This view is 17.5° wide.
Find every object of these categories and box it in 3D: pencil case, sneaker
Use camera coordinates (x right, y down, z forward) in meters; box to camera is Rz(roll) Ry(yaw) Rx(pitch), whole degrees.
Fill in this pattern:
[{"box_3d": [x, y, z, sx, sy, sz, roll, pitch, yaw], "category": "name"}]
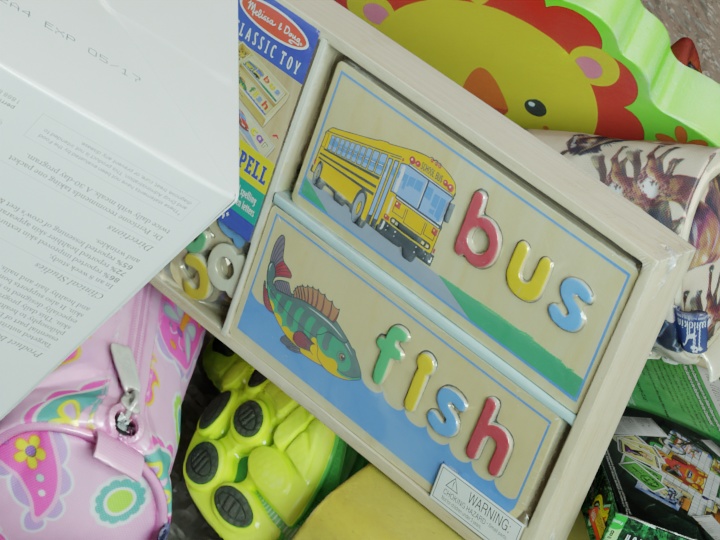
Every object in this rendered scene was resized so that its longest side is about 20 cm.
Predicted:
[{"box_3d": [-0.100, 0.027, 0.922, 0.087, 0.087, 0.201, 36, 34, -22], "category": "pencil case"}, {"box_3d": [0.051, -0.011, 0.907, 0.078, 0.199, 0.090, -20, 114, -63], "category": "pencil case"}, {"box_3d": [-0.022, 0.068, 0.951, 0.084, 0.074, 0.200, 53, 10, -14], "category": "sneaker"}]

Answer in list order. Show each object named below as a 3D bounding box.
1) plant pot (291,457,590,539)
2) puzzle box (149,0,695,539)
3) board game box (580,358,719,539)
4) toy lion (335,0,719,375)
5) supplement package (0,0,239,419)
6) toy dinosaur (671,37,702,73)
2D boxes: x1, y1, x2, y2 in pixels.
[{"box_3d": [0.046, 0.166, 0.876, 0.176, 0.201, 0.200, 40, 30, 11], "category": "plant pot"}, {"box_3d": [0.013, -0.003, 0.821, 0.200, 0.134, 0.025, 36, 30, 29], "category": "puzzle box"}, {"box_3d": [0.124, 0.074, 0.877, 0.104, 0.024, 0.200, 19, 17, -8], "category": "board game box"}, {"box_3d": [0.079, -0.060, 0.945, 0.199, 0.192, 0.069, 20, 55, 12], "category": "toy lion"}, {"box_3d": [-0.161, -0.052, 0.816, 0.151, 0.200, 0.151, 29, 37, -29], "category": "supplement package"}, {"box_3d": [0.176, -0.060, 1.304, 0.105, 0.199, 0.182, 48, 61, -32], "category": "toy dinosaur"}]
